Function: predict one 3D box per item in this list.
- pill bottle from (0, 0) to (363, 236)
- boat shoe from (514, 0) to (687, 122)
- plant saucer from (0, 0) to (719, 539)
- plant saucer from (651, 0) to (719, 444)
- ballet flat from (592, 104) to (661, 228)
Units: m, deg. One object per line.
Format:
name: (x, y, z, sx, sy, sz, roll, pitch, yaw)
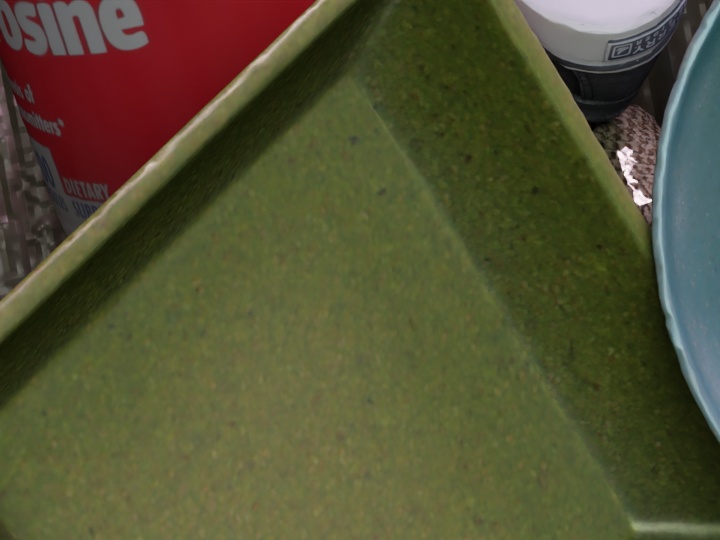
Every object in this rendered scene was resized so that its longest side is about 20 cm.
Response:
pill bottle: (-0.051, -0.109, 0.745, 0.112, 0.112, 0.201, -22, 114, -10)
boat shoe: (0.019, -0.127, 0.816, 0.072, 0.068, 0.200, -32, 71, -19)
plant saucer: (-0.002, 0.051, 0.689, 0.200, 0.048, 0.201, -46, 113, -32)
plant saucer: (0.171, -0.011, 0.722, 0.198, 0.036, 0.202, -1, 80, 6)
ballet flat: (0.000, 0.000, 0.809, 0.199, 0.068, 0.076, -18, 67, -14)
